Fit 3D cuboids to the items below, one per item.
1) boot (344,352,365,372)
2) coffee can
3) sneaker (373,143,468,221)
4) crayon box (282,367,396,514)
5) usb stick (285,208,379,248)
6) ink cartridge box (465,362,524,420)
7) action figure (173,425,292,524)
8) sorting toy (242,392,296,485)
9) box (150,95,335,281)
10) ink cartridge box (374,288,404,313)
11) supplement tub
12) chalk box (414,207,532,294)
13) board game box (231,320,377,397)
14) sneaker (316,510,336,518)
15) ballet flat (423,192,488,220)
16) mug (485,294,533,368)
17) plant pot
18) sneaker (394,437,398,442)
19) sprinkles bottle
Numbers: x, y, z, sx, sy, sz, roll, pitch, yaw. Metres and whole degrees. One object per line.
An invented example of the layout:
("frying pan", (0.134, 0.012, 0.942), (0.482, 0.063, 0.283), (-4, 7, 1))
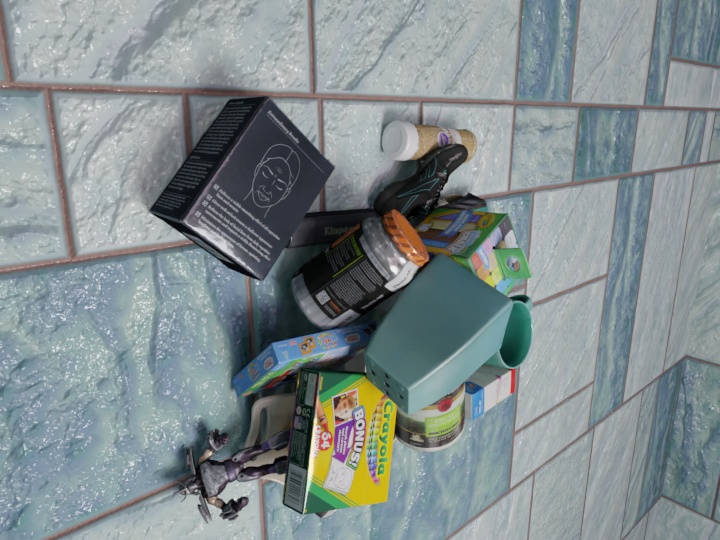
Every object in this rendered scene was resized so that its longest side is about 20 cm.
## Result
("boot", (0.017, 0.233, 0.995), (0.090, 0.073, 0.200), (22, 68, -47))
("coffee can", (0.118, 0.205, 0.980), (0.146, 0.146, 0.200), (-32, 130, -32))
("sneaker", (0.121, -0.147, 0.970), (0.200, 0.079, 0.075), (-38, 157, -2))
("crayon box", (-0.025, 0.259, 0.839), (0.172, 0.058, 0.201), (13, 80, -41))
("usb stick", (-0.048, -0.073, 0.905), (0.200, 0.033, 0.056), (-10, 107, -41))
("ink cartridge box", (0.272, 0.252, 1.229), (0.200, 0.116, 0.067), (-18, 113, -37))
("action figure", (-0.182, 0.296, 0.814), (0.200, 0.069, 0.130), (-15, 82, -22))
("sorting toy", (-0.109, 0.277, 0.909), (0.180, 0.107, 0.200), (14, 93, -36))
("box", (-0.158, -0.113, 0.744), (0.148, 0.107, 0.200), (42, 73, -40))
("ink cartridge box", (0.128, 0.014, 1.054), (0.200, 0.084, 0.145), (5, 98, -42))
("supplement tub", (0.000, 0.000, 0.848), (0.200, 0.123, 0.122), (-35, 135, 19))
("chalk box", (0.186, -0.017, 0.905), (0.124, 0.200, 0.125), (-44, 124, -25))
("board game box", (-0.084, 0.140, 0.862), (0.200, 0.151, 0.037), (-9, 67, -41))
("sneaker", (-0.044, 0.369, 1.018), (0.080, 0.074, 0.200), (27, 92, -5))
("ballet flat", (0.173, -0.116, 1.077), (0.200, 0.073, 0.073), (-23, 116, -37))
("mug", (0.312, 0.137, 1.229), (0.185, 0.114, 0.152), (-5, 95, -45))
("plant pot", (0.106, 0.107, 0.823), (0.200, 0.141, 0.141), (-39, 149, -24))
("sneaker", (0.089, 0.311, 1.114), (0.200, 0.075, 0.081), (14, 83, -44))
("sprinkles bottle", (0.132, -0.236, 1.001), (0.200, 0.068, 0.068), (-8, 107, -41))
